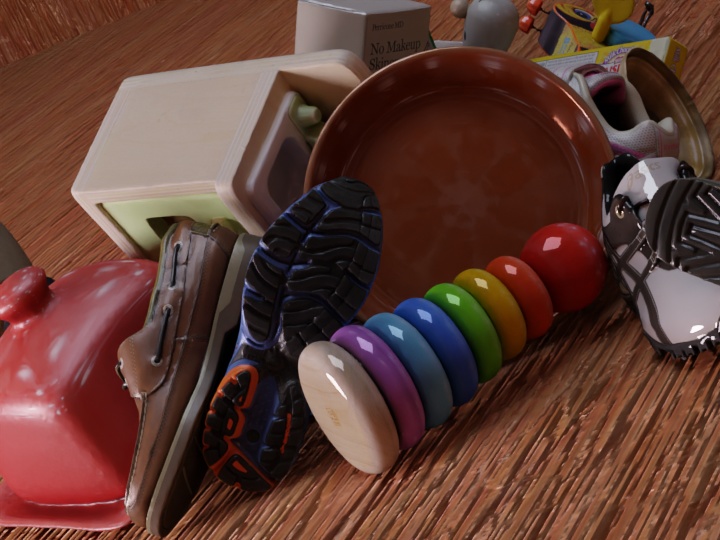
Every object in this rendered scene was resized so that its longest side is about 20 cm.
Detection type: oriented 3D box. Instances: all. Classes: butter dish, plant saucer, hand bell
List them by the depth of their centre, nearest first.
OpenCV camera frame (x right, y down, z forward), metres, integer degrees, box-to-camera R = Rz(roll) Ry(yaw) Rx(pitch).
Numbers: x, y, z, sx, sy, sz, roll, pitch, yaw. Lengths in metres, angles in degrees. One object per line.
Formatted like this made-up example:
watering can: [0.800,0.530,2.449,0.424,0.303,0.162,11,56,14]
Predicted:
plant saucer: [0.064,-0.043,1.326,0.199,0.201,0.032,-26,-15,-2]
butter dish: [-0.186,0.059,1.393,0.199,0.148,0.200,-6,41,50]
hand bell: [0.139,-0.064,1.486,0.200,0.104,0.104,-30,11,30]

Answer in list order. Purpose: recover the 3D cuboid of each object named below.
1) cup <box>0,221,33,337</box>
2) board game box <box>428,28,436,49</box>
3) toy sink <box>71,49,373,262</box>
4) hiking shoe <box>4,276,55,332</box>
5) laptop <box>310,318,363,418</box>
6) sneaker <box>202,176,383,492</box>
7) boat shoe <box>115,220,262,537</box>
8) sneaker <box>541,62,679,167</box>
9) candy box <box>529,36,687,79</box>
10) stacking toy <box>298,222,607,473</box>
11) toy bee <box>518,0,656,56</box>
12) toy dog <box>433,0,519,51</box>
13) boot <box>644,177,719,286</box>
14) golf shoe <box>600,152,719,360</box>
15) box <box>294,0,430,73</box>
cup: [-0.348,0.032,1.778,0.143,0.201,0.200,21,43,34]
board game box: [-0.010,-0.087,1.632,0.199,0.154,0.040,-19,11,28]
toy sink: [-0.071,-0.056,1.415,0.199,0.130,0.112,-3,52,35]
hiking shoe: [-0.231,0.058,1.610,0.076,0.101,0.200,-34,17,-27]
laptop: [0.000,0.000,1.416,0.186,0.201,0.116,-19,-17,23]
sneaker: [-0.043,0.033,1.283,0.078,0.075,0.201,-71,6,-78]
boat shoe: [-0.116,0.065,1.304,0.068,0.072,0.201,14,68,8]
sneaker: [0.138,-0.102,1.390,0.200,0.089,0.081,34,27,28]
candy box: [0.162,-0.117,1.594,0.200,0.026,0.103,-1,67,56]
stacking toy: [0.065,0.035,1.236,0.199,0.086,0.085,-32,16,-19]
toy bee: [0.178,-0.174,1.705,0.200,0.108,0.132,-99,30,-83]
toy dog: [0.044,-0.138,1.691,0.201,0.096,0.132,-63,1,-1]
boot: [0.260,-0.017,1.122,0.181,0.073,0.200,32,19,26]
golf shoe: [0.177,-0.013,1.202,0.077,0.095,0.200,-26,17,-6]
box: [-0.004,-0.099,1.541,0.068,0.201,0.082,17,22,37]
